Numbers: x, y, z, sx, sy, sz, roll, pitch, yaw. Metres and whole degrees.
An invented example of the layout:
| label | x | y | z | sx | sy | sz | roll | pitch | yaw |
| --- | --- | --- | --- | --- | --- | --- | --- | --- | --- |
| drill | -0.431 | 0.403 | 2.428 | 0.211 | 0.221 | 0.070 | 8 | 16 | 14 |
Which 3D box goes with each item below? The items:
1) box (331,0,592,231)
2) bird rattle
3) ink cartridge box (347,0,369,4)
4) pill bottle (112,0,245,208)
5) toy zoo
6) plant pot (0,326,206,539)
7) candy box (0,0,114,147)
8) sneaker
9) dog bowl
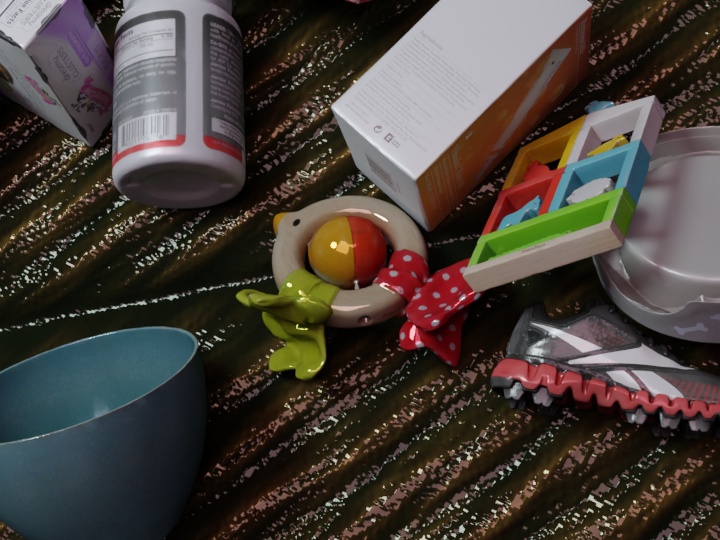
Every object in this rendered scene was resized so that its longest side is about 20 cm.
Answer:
| label | x | y | z | sx | sy | sz | roll | pitch | yaw |
| --- | --- | --- | --- | --- | --- | --- | --- | --- | --- |
| box | 0.088 | -0.149 | 0.923 | 0.200 | 0.124 | 0.097 | -45 | 71 | -5 |
| bird rattle | 0.000 | 0.000 | 0.908 | 0.200 | 0.113 | 0.163 | -15 | 54 | 2 |
| ink cartridge box | -0.058 | -0.306 | 0.981 | 0.200 | 0.144 | 0.084 | 19 | 114 | 16 |
| pill bottle | -0.159 | -0.165 | 0.977 | 0.114 | 0.114 | 0.200 | -6 | 71 | 8 |
| toy zoo | 0.164 | -0.070 | 0.870 | 0.131 | 0.020 | 0.200 | -20 | 29 | 39 |
| plant pot | -0.204 | 0.145 | 0.862 | 0.200 | 0.200 | 0.135 | -13 | 106 | 6 |
| candy box | -0.318 | -0.218 | 0.991 | 0.200 | 0.168 | 0.072 | 31 | 74 | 17 |
| sneaker | 0.205 | 0.072 | 0.859 | 0.200 | 0.071 | 0.098 | 11 | 75 | 13 |
| dog bowl | 0.268 | -0.027 | 0.848 | 0.200 | 0.059 | 0.200 | -8 | 43 | 7 |
